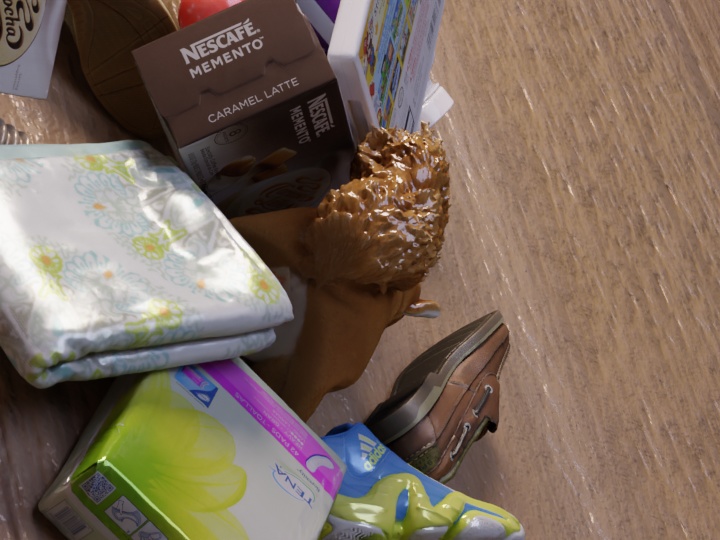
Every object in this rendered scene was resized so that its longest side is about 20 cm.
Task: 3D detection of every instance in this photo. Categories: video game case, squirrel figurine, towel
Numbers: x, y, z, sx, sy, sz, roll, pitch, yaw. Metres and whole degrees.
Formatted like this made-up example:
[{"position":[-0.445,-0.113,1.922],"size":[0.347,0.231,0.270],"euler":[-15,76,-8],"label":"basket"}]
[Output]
[{"position":[0.021,-0.174,1.794],"size":[0.182,0.023,0.200],"euler":[72,27,-57],"label":"video game case"},{"position":[0.000,0.000,1.730],"size":[0.142,0.200,0.187],"euler":[53,25,15],"label":"squirrel figurine"},{"position":[-0.158,-0.010,1.572],"size":[0.200,0.048,0.171],"euler":[-8,46,-42],"label":"towel"}]

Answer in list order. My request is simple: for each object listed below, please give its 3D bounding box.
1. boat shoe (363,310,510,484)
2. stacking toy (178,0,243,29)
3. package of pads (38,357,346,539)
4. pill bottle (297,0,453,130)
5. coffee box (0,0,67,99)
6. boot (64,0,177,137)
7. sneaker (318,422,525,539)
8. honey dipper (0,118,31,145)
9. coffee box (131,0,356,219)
[{"position":[0.064,0.096,1.869],"size":[0.068,0.072,0.200],"euler":[54,36,-6],"label":"boat shoe"},{"position":[-0.087,-0.147,1.808],"size":[0.085,0.085,0.200],"euler":[62,1,18],"label":"stacking toy"},{"position":[-0.095,0.133,1.562],"size":[0.155,0.068,0.200],"euler":[46,28,-11],"label":"package of pads"},{"position":[-0.020,-0.182,2.011],"size":[0.200,0.112,0.112],"euler":[50,27,-7],"label":"pill bottle"},{"position":[-0.237,-0.215,1.611],"size":[0.080,0.200,0.113],"euler":[16,5,34],"label":"coffee box"},{"position":[-0.178,-0.203,1.825],"size":[0.200,0.073,0.155],"euler":[61,6,-23],"label":"boot"},{"position":[0.030,0.147,1.736],"size":[0.200,0.076,0.105],"euler":[14,45,-50],"label":"sneaker"},{"position":[-0.184,-0.048,1.675],"size":[0.200,0.038,0.038],"euler":[32,33,-40],"label":"honey dipper"},{"position":[-0.071,-0.097,1.730],"size":[0.200,0.114,0.080],"euler":[77,-12,-70],"label":"coffee box"}]
